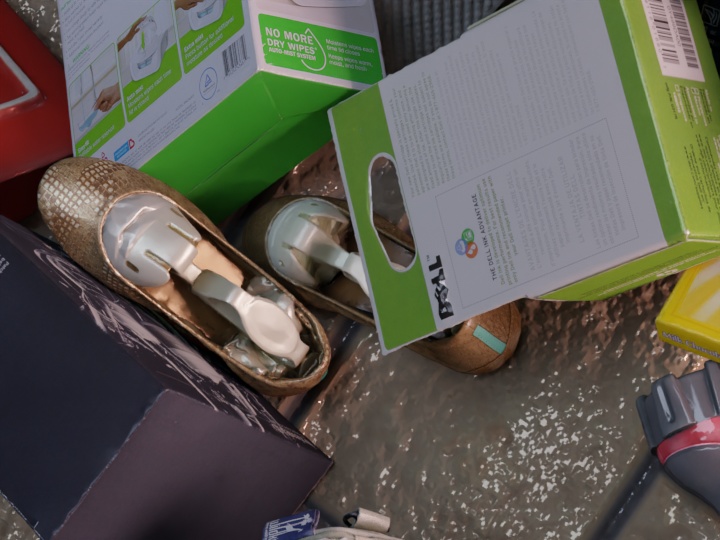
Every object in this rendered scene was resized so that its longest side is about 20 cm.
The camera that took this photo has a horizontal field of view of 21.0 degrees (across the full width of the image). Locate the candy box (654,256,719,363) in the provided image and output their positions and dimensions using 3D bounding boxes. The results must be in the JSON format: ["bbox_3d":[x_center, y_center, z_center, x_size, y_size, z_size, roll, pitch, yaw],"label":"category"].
[{"bbox_3d":[0.242,-0.030,0.995,0.102,0.026,0.200,21,67,31],"label":"candy box"}]

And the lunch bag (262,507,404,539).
[{"bbox_3d":[-0.026,0.238,0.984,0.168,0.139,0.201,-33,56,47],"label":"lunch bag"}]

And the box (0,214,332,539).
[{"bbox_3d":[-0.144,0.074,1.085,0.182,0.200,0.104,41,94,29],"label":"box"}]

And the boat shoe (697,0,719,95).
[{"bbox_3d":[0.203,-0.163,1.044,0.084,0.069,0.201,10,69,-11],"label":"boat shoe"}]

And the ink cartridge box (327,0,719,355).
[{"bbox_3d":[0.089,-0.054,1.008,0.200,0.076,0.149,-24,74,39],"label":"ink cartridge box"}]

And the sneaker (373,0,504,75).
[{"bbox_3d":[0.040,-0.192,1.160,0.200,0.073,0.115,-34,43,19],"label":"sneaker"}]

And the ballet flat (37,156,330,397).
[{"bbox_3d":[-0.091,0.001,1.092,0.071,0.200,0.065,-59,20,-12],"label":"ballet flat"}]

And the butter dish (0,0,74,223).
[{"bbox_3d":[-0.287,-0.071,1.239,0.199,0.148,0.200,-22,51,-29],"label":"butter dish"}]

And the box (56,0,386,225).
[{"bbox_3d":[-0.090,-0.144,1.137,0.200,0.096,0.177,-34,58,46],"label":"box"}]

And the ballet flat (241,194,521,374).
[{"bbox_3d":[0.000,0.000,1.110,0.200,0.072,0.068,30,90,30],"label":"ballet flat"}]

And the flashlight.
[{"bbox_3d":[0.199,0.146,0.974,0.068,0.068,0.201,-30,64,33],"label":"flashlight"}]
